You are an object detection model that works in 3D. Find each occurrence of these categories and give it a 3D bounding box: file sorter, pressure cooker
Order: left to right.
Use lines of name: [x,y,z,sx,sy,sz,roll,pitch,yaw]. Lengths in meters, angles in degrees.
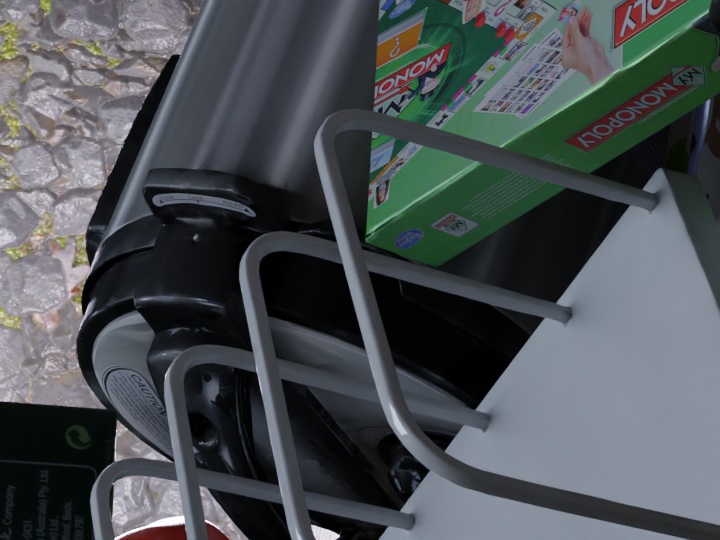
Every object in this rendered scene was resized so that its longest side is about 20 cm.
pressure cooker: [0.002,0.000,0.917,0.179,0.176,0.200,-43,24,62]
file sorter: [0.008,0.077,0.751,0.200,0.124,0.139,-56,33,34]

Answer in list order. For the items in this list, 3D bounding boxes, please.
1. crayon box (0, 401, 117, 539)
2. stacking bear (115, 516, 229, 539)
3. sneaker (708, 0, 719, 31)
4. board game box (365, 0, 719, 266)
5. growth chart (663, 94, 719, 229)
crayon box: [-0.119,0.144,0.955,0.200,0.052,0.126,108,164,-59]
stacking bear: [-0.041,0.168,1.136,0.200,0.121,0.114,43,-146,-40]
sneaker: [0.089,-0.113,0.648,0.201,0.076,0.116,-130,52,-69]
board game box: [0.071,-0.099,0.772,0.200,0.029,0.135,-32,47,48]
growth chart: [0.112,-0.037,0.807,0.200,0.018,0.145,130,147,-80]
